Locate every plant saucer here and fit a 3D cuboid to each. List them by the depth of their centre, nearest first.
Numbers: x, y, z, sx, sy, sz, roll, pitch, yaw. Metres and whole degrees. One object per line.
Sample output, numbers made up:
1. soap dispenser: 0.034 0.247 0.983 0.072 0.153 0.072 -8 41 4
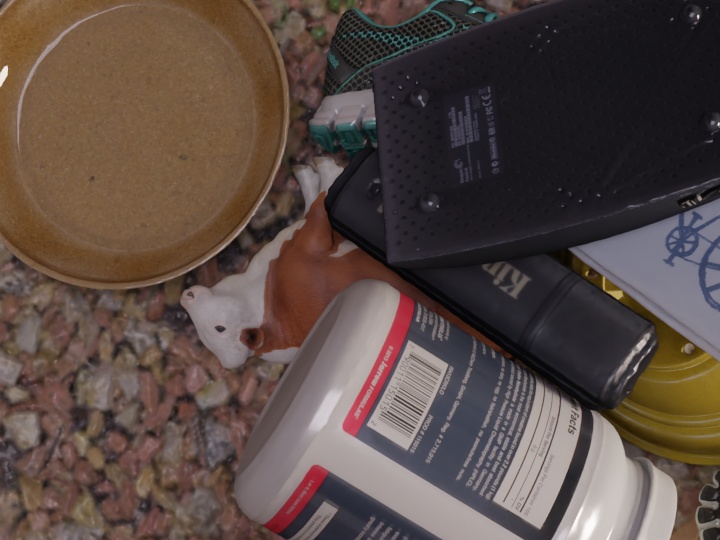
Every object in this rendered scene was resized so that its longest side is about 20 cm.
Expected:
1. plant saucer: -0.135 -0.086 1.057 0.198 0.035 0.202 -2 81 9

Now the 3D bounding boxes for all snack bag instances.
1. snack bag: 0.207 -0.055 0.903 0.200 0.021 0.188 -49 53 -4

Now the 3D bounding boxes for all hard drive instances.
1. hard drive: 0.106 -0.074 0.925 0.199 0.042 0.136 -16 58 18

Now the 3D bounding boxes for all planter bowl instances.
1. planter bowl: 0.173 0.006 0.970 0.199 0.083 0.202 -1 89 28

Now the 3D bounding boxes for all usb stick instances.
1. usb stick: 0.067 0.002 0.957 0.199 0.033 0.056 35 87 23

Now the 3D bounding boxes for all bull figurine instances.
1. bull figurine: 0.000 0.000 1.031 0.198 0.065 0.123 4 84 6

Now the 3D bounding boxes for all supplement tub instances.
1. supplement tub: 0.048 0.109 0.942 0.199 0.140 0.141 32 89 -6

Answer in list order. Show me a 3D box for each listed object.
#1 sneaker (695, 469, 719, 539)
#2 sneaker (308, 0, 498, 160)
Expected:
1. sneaker: 0.282 0.122 0.987 0.198 0.089 0.079 -14 66 9
2. sneaker: 0.067 -0.118 1.026 0.198 0.078 0.092 -2 74 12
